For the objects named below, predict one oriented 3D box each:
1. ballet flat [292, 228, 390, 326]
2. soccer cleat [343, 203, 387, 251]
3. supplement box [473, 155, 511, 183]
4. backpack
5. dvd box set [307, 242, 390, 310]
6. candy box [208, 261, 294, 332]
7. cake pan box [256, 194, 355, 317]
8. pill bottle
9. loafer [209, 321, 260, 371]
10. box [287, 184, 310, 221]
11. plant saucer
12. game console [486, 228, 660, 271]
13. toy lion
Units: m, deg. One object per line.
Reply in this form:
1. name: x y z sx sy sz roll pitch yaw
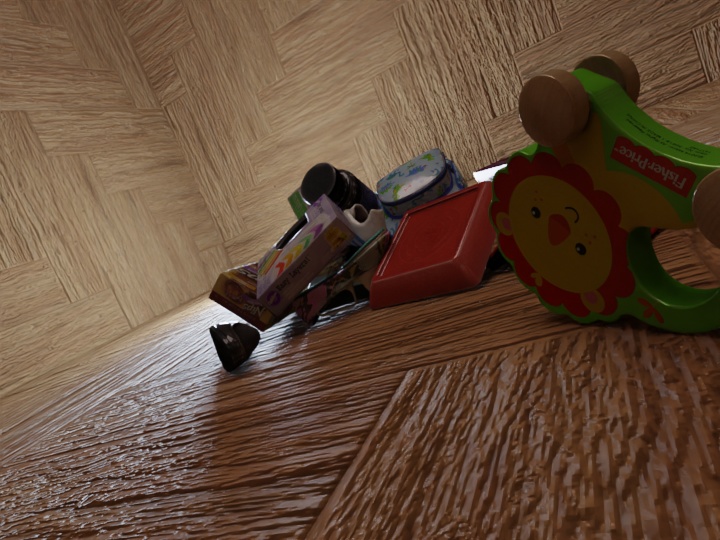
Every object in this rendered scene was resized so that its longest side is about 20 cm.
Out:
1. ballet flat: -0.018 0.019 0.810 0.199 0.071 0.069 -38 -4 10
2. soccer cleat: -0.020 -0.081 0.958 0.069 0.088 0.199 -11 12 -41
3. supplement box: 0.318 -0.174 1.031 0.085 0.112 0.200 -24 7 -6
4. backpack: 0.119 -0.117 0.954 0.181 0.147 0.201 -27 36 13
5. dvd box set: -0.020 0.003 0.939 0.145 0.030 0.201 -17 22 16
6. candy box: -0.182 0.042 0.950 0.057 0.116 0.200 -60 -4 12
7. cake pan box: -0.099 -0.035 0.870 0.184 0.052 0.200 -43 21 7
8. pill bottle: -0.030 -0.136 1.043 0.111 0.113 0.199 -19 -27 25
9. loafer: -0.193 0.107 0.799 0.072 0.074 0.200 -21 8 -18
10. box: -0.051 -0.113 1.220 0.096 0.202 0.176 -33 -11 32
11. plant saucer: 0.106 -0.044 0.741 0.199 0.037 0.201 -18 35 46
12. game console: 0.286 -0.052 0.643 0.199 0.119 0.173 -28 -22 -35
13. toy lion: 0.171 -0.032 0.354 0.068 0.193 0.200 -25 48 -21
